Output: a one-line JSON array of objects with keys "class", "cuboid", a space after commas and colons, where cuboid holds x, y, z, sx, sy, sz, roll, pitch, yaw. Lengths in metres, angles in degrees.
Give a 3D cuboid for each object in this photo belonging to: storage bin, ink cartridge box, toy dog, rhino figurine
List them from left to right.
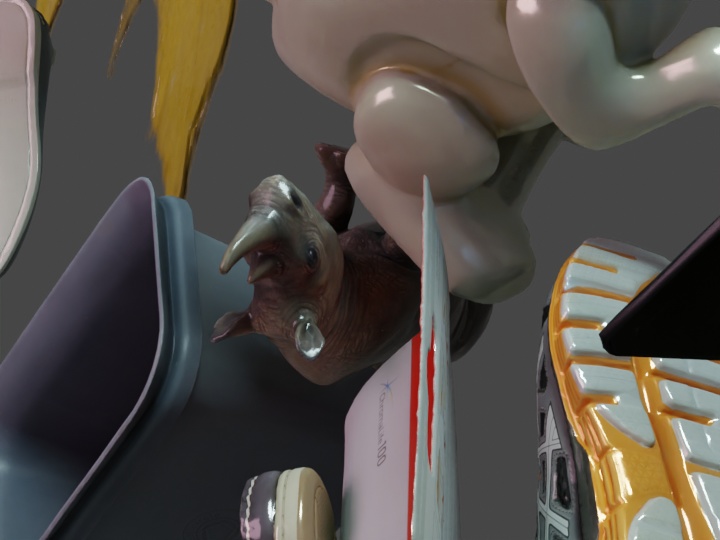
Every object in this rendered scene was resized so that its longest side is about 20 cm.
[{"class": "storage bin", "cuboid": [-0.078, 0.070, 0.970, 0.200, 0.134, 0.146, -50, 33, 34]}, {"class": "rhino figurine", "cuboid": [0.000, 0.000, 0.835, 0.060, 0.200, 0.088, 16, 97, 25]}, {"class": "ink cartridge box", "cuboid": [0.008, 0.093, 0.750, 0.160, 0.047, 0.200, -86, -8, -45]}, {"class": "toy dog", "cuboid": [0.063, -0.123, 0.751, 0.140, 0.194, 0.200, -43, -4, -41]}]

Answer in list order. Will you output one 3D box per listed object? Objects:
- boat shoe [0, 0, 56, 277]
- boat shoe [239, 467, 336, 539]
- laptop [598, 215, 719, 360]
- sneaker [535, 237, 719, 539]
[{"class": "boat shoe", "cuboid": [-0.238, -0.082, 1.482, 0.062, 0.073, 0.201, 48, -135, -71]}, {"class": "boat shoe", "cuboid": [-0.041, 0.149, 0.829, 0.200, 0.065, 0.072, 90, -175, -48]}, {"class": "laptop", "cuboid": [0.152, -0.069, 0.594, 0.177, 0.103, 0.200, -46, 23, 30]}, {"class": "sneaker", "cuboid": [0.084, 0.072, 0.715, 0.077, 0.078, 0.200, 123, 158, -43]}]
